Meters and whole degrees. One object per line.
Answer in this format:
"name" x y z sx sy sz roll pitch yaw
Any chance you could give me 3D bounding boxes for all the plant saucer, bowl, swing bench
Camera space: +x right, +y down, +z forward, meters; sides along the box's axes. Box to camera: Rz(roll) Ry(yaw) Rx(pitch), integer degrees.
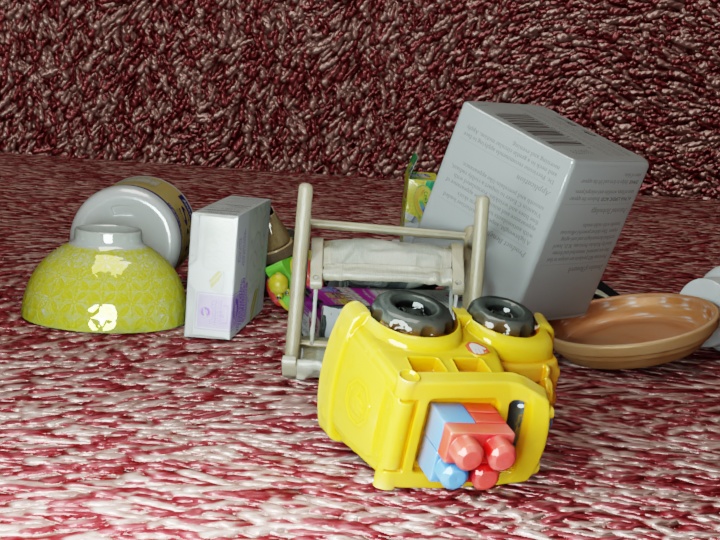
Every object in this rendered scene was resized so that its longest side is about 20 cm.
"plant saucer" 0.310 0.071 1.656 0.200 0.038 0.200 -8 14 2
"bowl" -0.302 0.003 1.723 0.200 0.108 0.200 3 9 0
"swing bench" 0.025 0.027 1.502 0.198 0.200 0.130 5 -14 -1

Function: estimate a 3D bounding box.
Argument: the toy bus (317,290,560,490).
"toy bus" 0.089 0.113 1.165 0.200 0.136 0.192 2 22 -24

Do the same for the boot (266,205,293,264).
"boot" -0.163 -0.057 1.939 0.074 0.076 0.200 -33 23 -33

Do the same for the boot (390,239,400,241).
"boot" 0.002 -0.007 2.015 0.095 0.074 0.200 5 6 12

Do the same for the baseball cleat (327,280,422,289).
"baseball cleat" 0.000 0.000 1.758 0.106 0.070 0.200 11 -22 -36

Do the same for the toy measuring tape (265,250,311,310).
"toy measuring tape" -0.070 0.012 1.868 0.073 0.074 0.200 7 10 18

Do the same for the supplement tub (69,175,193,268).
"supplement tub" -0.299 -0.050 1.937 0.145 0.146 0.200 4 9 2

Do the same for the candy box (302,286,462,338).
"candy box" 0.038 0.059 1.650 0.200 0.061 0.136 1 9 -13

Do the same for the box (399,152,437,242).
"box" 0.076 -0.055 1.939 0.048 0.200 0.117 3 10 -1

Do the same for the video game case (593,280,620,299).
"video game case" 0.252 -0.001 1.918 0.200 0.026 0.181 34 -5 -27

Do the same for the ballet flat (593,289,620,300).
"ballet flat" 0.251 0.041 1.834 0.200 0.070 0.069 11 11 39

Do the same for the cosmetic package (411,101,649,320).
"cosmetic package" 0.189 -0.067 1.640 0.165 0.200 0.165 34 24 34

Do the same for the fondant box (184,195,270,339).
"fondant box" -0.156 -0.007 1.723 0.058 0.145 0.200 6 9 7

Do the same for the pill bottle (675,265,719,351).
"pill bottle" 0.477 0.044 1.760 0.200 0.111 0.111 -4 12 -40

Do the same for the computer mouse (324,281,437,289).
"computer mouse" 0.033 0.014 1.856 0.200 0.059 0.034 -13 -26 25

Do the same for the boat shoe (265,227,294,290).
"boat shoe" -0.105 -0.012 2.021 0.060 0.072 0.201 3 17 18

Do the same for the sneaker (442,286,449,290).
"sneaker" 0.154 0.040 1.829 0.099 0.070 0.200 27 -4 -2
